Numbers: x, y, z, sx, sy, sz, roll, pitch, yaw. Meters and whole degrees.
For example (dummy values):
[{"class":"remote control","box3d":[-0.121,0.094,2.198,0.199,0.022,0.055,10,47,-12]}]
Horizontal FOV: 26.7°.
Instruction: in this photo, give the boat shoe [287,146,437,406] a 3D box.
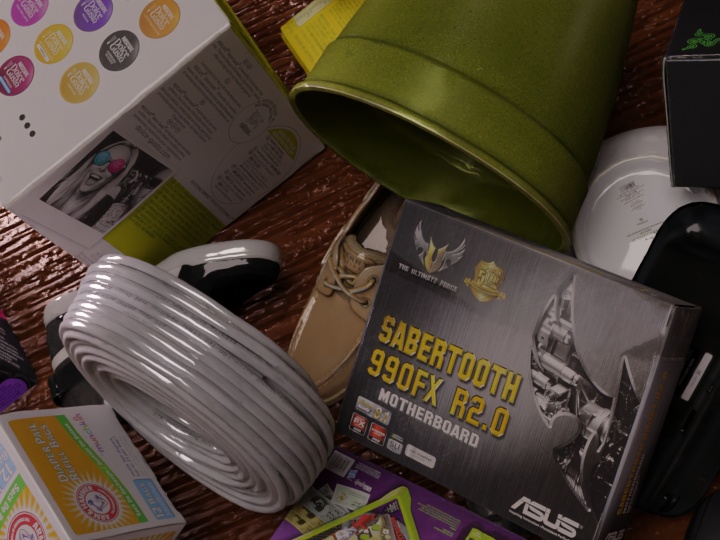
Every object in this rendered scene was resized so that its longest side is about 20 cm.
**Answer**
[{"class":"boat shoe","box3d":[0.000,0.000,1.072,0.071,0.065,0.201,25,81,26]}]

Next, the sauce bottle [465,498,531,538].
[{"class":"sauce bottle","box3d":[0.074,0.081,1.013,0.065,0.066,0.202,-12,74,16]}]

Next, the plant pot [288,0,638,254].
[{"class":"plant pot","box3d":[0.087,-0.143,0.959,0.199,0.200,0.194,25,81,26]}]

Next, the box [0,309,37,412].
[{"class":"box","box3d":[-0.358,0.032,1.170,0.122,0.106,0.201,-37,62,4]}]

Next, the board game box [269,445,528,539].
[{"class":"board game box","box3d":[0.022,0.197,0.964,0.199,0.032,0.120,21,63,44]}]

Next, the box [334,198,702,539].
[{"class":"box","box3d":[0.092,0.062,0.935,0.199,0.048,0.160,24,101,33]}]

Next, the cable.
[{"class":"cable","box3d":[-0.108,0.075,0.980,0.199,0.200,0.070,39,70,-9]}]

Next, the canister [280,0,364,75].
[{"class":"canister","box3d":[0.056,-0.183,1.106,0.199,0.087,0.149,-37,64,6]}]

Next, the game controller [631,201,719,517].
[{"class":"game controller","box3d":[0.199,0.058,0.937,0.104,0.042,0.202,27,111,8]}]

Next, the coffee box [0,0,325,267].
[{"class":"coffee box","box3d":[-0.177,-0.139,1.111,0.197,0.200,0.200,-38,63,3]}]

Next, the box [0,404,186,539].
[{"class":"box","box3d":[-0.224,0.200,1.021,0.113,0.101,0.201,49,118,28]}]

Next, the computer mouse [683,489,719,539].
[{"class":"computer mouse","box3d":[0.242,0.233,0.908,0.139,0.046,0.202,14,77,25]}]

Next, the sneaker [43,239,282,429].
[{"class":"sneaker","box3d":[-0.137,0.056,1.105,0.198,0.073,0.113,-18,69,22]}]

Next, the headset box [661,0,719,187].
[{"class":"headset box","box3d":[0.286,-0.131,0.942,0.172,0.094,0.201,3,35,22]}]

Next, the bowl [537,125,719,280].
[{"class":"bowl","box3d":[0.193,-0.015,0.992,0.199,0.090,0.204,-6,70,17]}]
